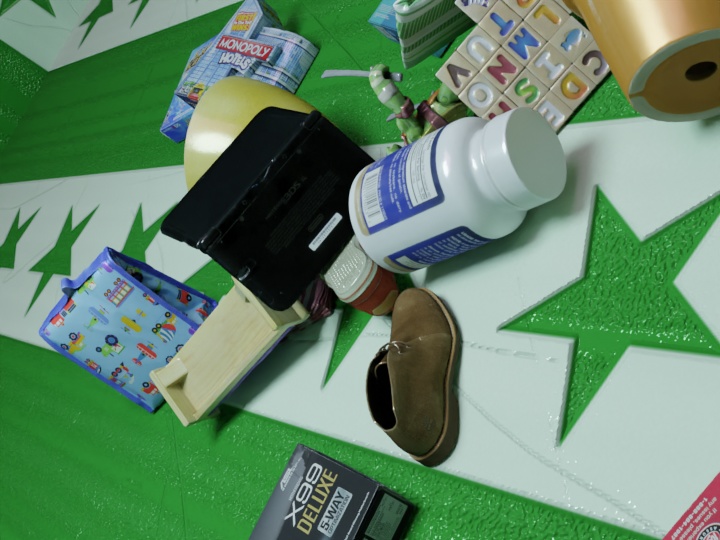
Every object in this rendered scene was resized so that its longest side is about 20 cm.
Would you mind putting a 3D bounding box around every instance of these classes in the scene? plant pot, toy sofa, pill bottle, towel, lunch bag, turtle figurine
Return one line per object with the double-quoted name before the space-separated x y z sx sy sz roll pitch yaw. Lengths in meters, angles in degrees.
"plant pot" 0.265 -0.234 0.907 0.200 0.199 0.185 -30 54 38
"plant pot" -0.101 -0.138 1.359 0.141 0.200 0.201 8 65 30
"toy sofa" -0.146 0.086 1.271 0.083 0.097 0.200 51 118 15
"pill bottle" 0.094 -0.079 1.057 0.199 0.119 0.120 -22 45 44
"towel" -0.099 0.029 1.332 0.199 0.023 0.145 -31 38 37
"lunch bag" -0.305 0.069 1.413 0.151 0.200 0.094 -44 33 19
"turtle figurine" 0.074 -0.211 1.190 0.194 0.144 0.201 -41 37 18
"towel" 0.104 -0.294 1.195 0.152 0.023 0.200 -35 -6 2

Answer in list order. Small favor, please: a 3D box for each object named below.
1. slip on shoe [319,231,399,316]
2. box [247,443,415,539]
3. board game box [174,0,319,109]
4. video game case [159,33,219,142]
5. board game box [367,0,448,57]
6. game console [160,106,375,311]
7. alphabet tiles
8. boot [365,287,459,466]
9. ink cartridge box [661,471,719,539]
"slip on shoe" 0.000 0.000 1.181 0.074 0.061 0.200 -50 17 7
"box" -0.050 0.273 1.000 0.157 0.050 0.201 13 72 59
"board game box" -0.166 -0.328 1.682 0.199 0.062 0.201 21 80 44
"video game case" -0.251 -0.329 1.867 0.199 0.045 0.182 -16 48 48
"board game box" 0.110 -0.376 1.387 0.201 0.047 0.151 -54 30 3
"game console" -0.096 -0.074 1.218 0.200 0.176 0.116 -51 3 -14
"alphabet tiles" 0.174 -0.239 1.084 0.200 0.167 0.008 -48 -11 13
"boot" 0.045 0.081 1.022 0.074 0.075 0.201 -39 33 30
"ink cartridge box" 0.277 0.176 0.587 0.146 0.083 0.200 -51 30 8
